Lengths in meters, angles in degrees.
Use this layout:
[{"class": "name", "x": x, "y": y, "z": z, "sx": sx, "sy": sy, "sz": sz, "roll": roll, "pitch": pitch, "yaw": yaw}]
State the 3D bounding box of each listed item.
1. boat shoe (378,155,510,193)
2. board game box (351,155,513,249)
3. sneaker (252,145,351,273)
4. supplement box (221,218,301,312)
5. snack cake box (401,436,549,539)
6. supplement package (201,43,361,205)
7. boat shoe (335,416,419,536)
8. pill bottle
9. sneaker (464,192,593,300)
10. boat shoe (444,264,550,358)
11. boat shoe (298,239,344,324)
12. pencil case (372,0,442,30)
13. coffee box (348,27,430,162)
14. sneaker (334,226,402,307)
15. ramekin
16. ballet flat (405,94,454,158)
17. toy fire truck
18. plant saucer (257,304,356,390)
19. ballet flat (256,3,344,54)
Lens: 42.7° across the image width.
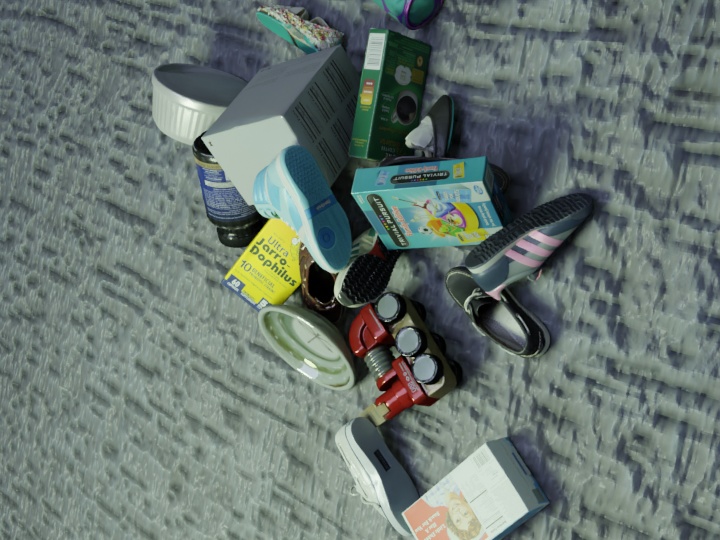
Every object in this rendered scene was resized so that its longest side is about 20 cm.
[{"class": "boat shoe", "x": 0.123, "y": -0.134, "z": 1.368, "sx": 0.198, "sy": 0.057, "sz": 0.068, "roll": 8, "pitch": 101, "yaw": 7}, {"class": "board game box", "x": 0.107, "y": -0.094, "z": 1.346, "sx": 0.198, "sy": 0.151, "sz": 0.047, "roll": -3, "pitch": 57, "yaw": 25}, {"class": "sneaker", "x": -0.094, "y": -0.082, "z": 1.414, "sx": 0.130, "sy": 0.079, "sz": 0.202, "roll": -20, "pitch": 93, "yaw": 51}, {"class": "supplement box", "x": -0.129, "y": -0.033, "z": 1.570, "sx": 0.109, "sy": 0.110, "sz": 0.200, "roll": 38, "pitch": 118, "yaw": -7}, {"class": "snack cake box", "x": 0.167, "y": 0.352, "z": 1.362, "sx": 0.200, "sy": 0.067, "sz": 0.115, "roll": -46, "pitch": 63, "yaw": 29}, {"class": "supplement package", "x": -0.110, "y": -0.236, "z": 1.505, "sx": 0.190, "sy": 0.148, "sz": 0.201, "roll": -6, "pitch": 40, "yaw": 40}, {"class": "boat shoe", "x": 0.019, "y": 0.338, "z": 1.470, "sx": 0.086, "sy": 0.074, "sz": 0.203, "roll": -38, "pitch": 84, "yaw": 43}, {"class": "pill bottle", "x": -0.228, "y": -0.145, "z": 1.637, "sx": 0.111, "sy": 0.112, "sz": 0.201, "roll": 29, "pitch": 138, "yaw": 36}, {"class": "sneaker", "x": 0.250, "y": -0.034, "z": 1.307, "sx": 0.199, "sy": 0.082, "sz": 0.070, "roll": -30, "pitch": 24, "yaw": 11}, {"class": "boat shoe", "x": 0.190, "y": 0.059, "z": 1.359, "sx": 0.200, "sy": 0.060, "sz": 0.074, "roll": 46, "pitch": 116, "yaw": 31}, {"class": "boat shoe", "x": -0.064, "y": 0.028, "z": 1.498, "sx": 0.070, "sy": 0.201, "sz": 0.071, "roll": -14, "pitch": 47, "yaw": 0}, {"class": "pencil case", "x": 0.046, "y": -0.475, "z": 1.484, "sx": 0.200, "sy": 0.085, "sz": 0.093, "roll": 48, "pitch": 146, "yaw": 29}, {"class": "coffee box", "x": 0.047, "y": -0.269, "z": 1.453, "sx": 0.044, "sy": 0.122, "sz": 0.202, "roll": 14, "pitch": 98, "yaw": 37}, {"class": "sneaker", "x": 0.000, "y": -0.001, "z": 1.458, "sx": 0.070, "sy": 0.200, "sz": 0.093, "roll": 46, "pitch": 134, "yaw": -15}, {"class": "ramekin", "x": -0.291, "y": -0.300, "z": 1.693, "sx": 0.202, "sy": 0.201, "sz": 0.095, "roll": 39, "pitch": 124, "yaw": 34}, {"class": "ballet flat", "x": 0.105, "y": -0.175, "z": 1.425, "sx": 0.068, "sy": 0.068, "sz": 0.202, "roll": 180, "pitch": 93, "yaw": -72}, {"class": "toy fire truck", "x": 0.041, "y": 0.158, "z": 1.449, "sx": 0.200, "sy": 0.128, "sz": 0.177, "roll": -39, "pitch": 64, "yaw": 17}, {"class": "plant saucer", "x": -0.080, "y": 0.117, "z": 1.539, "sx": 0.199, "sy": 0.201, "sz": 0.050, "roll": 14, "pitch": 52, "yaw": 39}, {"class": "ballet flat", "x": -0.101, "y": -0.427, "z": 1.628, "sx": 0.064, "sy": 0.076, "sz": 0.200, "roll": -47, "pitch": 60, "yaw": -8}]
